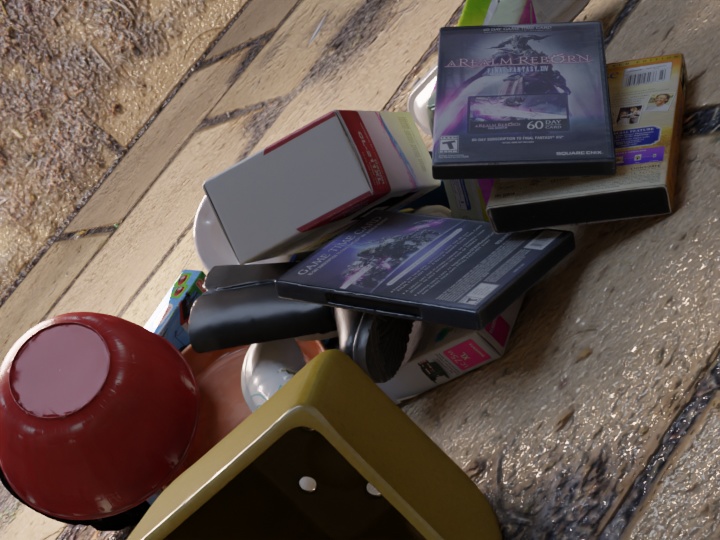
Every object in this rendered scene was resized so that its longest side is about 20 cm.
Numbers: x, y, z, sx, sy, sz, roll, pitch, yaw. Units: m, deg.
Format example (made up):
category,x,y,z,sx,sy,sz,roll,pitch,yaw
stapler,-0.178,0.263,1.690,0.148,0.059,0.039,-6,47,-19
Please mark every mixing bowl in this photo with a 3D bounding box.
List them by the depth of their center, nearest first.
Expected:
category,x,y,z,sx,sy,sz,roll,pitch,yaw
mixing bowl,-0.256,0.113,1.385,0.199,0.109,0.201,-6,58,9

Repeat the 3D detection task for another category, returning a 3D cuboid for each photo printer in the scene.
category,x,y,z,sx,sy,sz,roll,pitch,yaw
photo printer,0.139,-0.227,1.583,0.166,0.069,0.200,-44,1,-37

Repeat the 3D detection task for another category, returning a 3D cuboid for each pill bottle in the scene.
category,x,y,z,sx,sy,sz,roll,pitch,yaw
pill bottle,-0.086,-0.042,1.610,0.114,0.114,0.200,-42,-12,16

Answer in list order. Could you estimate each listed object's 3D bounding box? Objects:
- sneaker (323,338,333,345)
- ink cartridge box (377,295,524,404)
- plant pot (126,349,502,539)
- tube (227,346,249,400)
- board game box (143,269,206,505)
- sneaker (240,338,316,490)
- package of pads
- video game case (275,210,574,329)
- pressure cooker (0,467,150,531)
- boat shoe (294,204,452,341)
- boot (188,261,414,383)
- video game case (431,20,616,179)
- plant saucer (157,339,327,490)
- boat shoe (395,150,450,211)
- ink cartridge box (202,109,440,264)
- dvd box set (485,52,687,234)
category,x,y,z,sx,sy,sz,roll,pitch,yaw
sneaker,-0.025,0.030,1.526,0.200,0.073,0.082,-44,32,30
ink cartridge box,0.058,0.053,1.306,0.199,0.042,0.120,-27,28,42
plant pot,-0.026,0.169,1.029,0.194,0.196,0.200,-41,12,19
tube,-0.107,0.139,1.462,0.077,0.050,0.201,-42,38,35
board game box,-0.178,0.124,1.523,0.036,0.152,0.201,3,51,45
sneaker,-0.053,0.124,1.304,0.080,0.070,0.201,-49,36,36
package of pads,0.124,-0.143,1.387,0.068,0.155,0.201,-1,40,22
video game case,0.051,-0.005,1.222,0.199,0.019,0.143,7,30,38
pressure cooker,-0.279,0.152,1.619,0.177,0.176,0.201,4,53,16
boat shoe,0.001,0.003,1.435,0.201,0.072,0.060,-32,15,-18
boot,-0.058,0.044,1.290,0.199,0.066,0.165,-3,26,20
video game case,0.132,-0.143,1.249,0.142,0.019,0.201,-1,42,6
plant saucer,-0.109,0.133,1.415,0.199,0.032,0.201,-14,51,18
boat shoe,0.046,-0.068,1.539,0.199,0.084,0.069,-24,45,23
ink cartridge box,-0.029,-0.079,1.385,0.145,0.083,0.200,-27,-5,21
dvd box set,0.189,-0.107,1.250,0.145,0.030,0.201,-7,35,20
